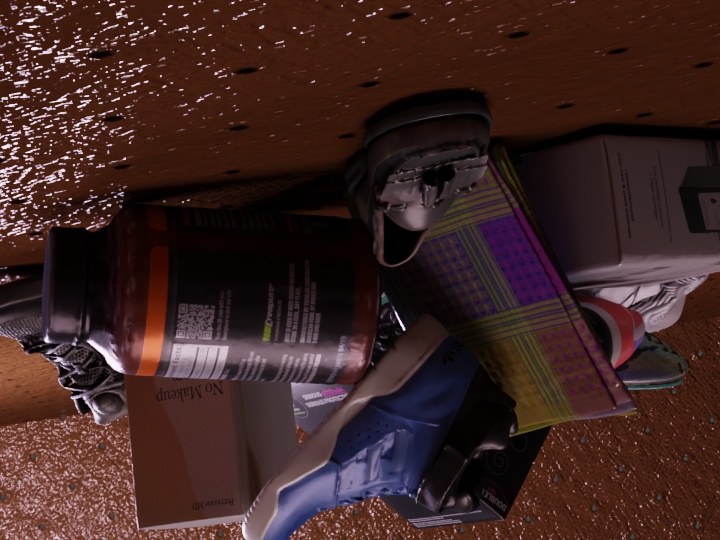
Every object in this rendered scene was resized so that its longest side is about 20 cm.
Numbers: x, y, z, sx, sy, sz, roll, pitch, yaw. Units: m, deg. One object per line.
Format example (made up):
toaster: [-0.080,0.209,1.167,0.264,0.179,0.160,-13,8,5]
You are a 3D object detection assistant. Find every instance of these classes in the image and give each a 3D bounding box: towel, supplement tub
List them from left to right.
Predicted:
supplement tub: [-0.093,0.014,1.106,0.199,0.107,0.107,4,171,-13]
towel: [0.079,0.020,1.137,0.143,0.200,0.023,-18,-163,45]

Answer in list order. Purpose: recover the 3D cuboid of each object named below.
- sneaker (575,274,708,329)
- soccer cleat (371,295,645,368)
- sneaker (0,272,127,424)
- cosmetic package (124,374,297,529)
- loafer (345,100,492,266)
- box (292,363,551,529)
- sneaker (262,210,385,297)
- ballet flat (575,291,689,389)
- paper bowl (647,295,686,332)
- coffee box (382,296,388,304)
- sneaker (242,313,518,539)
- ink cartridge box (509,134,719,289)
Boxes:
sneaker: [0.195,-0.021,1.351,0.115,0.075,0.200,26,130,-14]
soccer cleat: [0.096,0.047,1.223,0.199,0.069,0.073,-3,-175,35]
sneaker: [-0.213,0.057,1.358,0.076,0.115,0.199,-14,170,28]
cosmetic package: [-0.108,0.078,1.270,0.105,0.201,0.071,-14,168,34]
loafer: [0.035,-0.046,1.006,0.072,0.063,0.200,-8,174,-9]
box: [0.046,0.094,1.486,0.200,0.149,0.124,43,148,-21]
sneaker: [0.000,0.000,1.215,0.199,0.073,0.072,-1,147,-13]
ballet flat: [0.129,0.047,1.265,0.199,0.075,0.074,-1,176,16]
paper bowl: [0.195,0.006,1.521,0.200,0.105,0.201,-8,173,-1]
coffee box: [0.091,0.027,1.349,0.200,0.044,0.123,38,146,-29]
sneaker: [0.017,0.134,1.161,0.200,0.111,0.077,-48,175,16]
ink cartridge box: [0.170,-0.035,1.197,0.146,0.084,0.200,-12,173,43]
